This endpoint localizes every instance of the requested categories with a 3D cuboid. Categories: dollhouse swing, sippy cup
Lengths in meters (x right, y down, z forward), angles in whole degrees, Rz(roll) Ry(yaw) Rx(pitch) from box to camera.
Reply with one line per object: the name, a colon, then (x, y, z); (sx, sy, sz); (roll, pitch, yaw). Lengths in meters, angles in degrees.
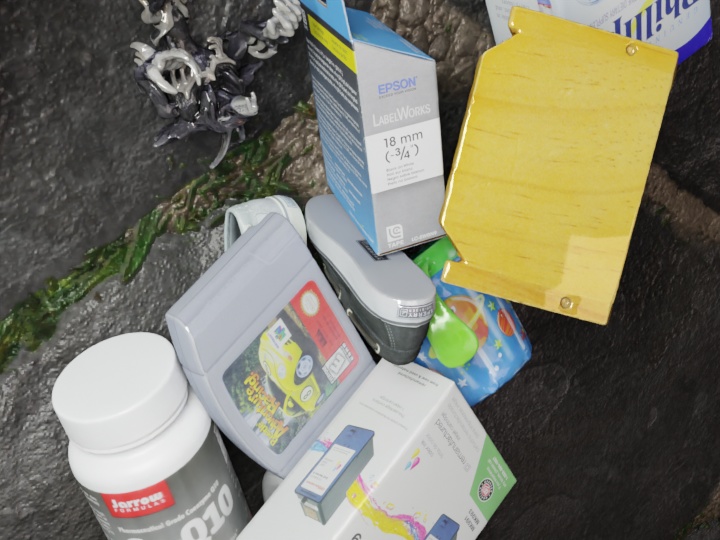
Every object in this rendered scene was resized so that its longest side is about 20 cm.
dollhouse swing: (0.152, -0.075, 0.729); (0.179, 0.176, 0.203); (14, 93, -4)
sippy cup: (0.077, 0.046, 0.788); (0.131, 0.139, 0.177); (54, 41, -1)

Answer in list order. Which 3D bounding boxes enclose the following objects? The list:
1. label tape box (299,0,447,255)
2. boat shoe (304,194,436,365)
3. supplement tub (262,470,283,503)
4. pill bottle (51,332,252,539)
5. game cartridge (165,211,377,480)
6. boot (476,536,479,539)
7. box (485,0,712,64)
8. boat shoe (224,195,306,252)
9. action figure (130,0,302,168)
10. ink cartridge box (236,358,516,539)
label tape box: (0.006, -0.136, 0.673); (0.062, 0.145, 0.203); (-15, 121, -12)
boat shoe: (0.000, 0.000, 0.704); (0.067, 0.200, 0.057); (-3, 119, -19)
supplement tub: (0.016, 0.204, 0.862); (0.198, 0.122, 0.124); (-22, 123, -27)
pill bottle: (-0.160, 0.158, 0.712); (0.113, 0.114, 0.202); (-30, 126, -22)
game cartridge: (-0.062, 0.073, 0.704); (0.133, 0.041, 0.201); (-46, 128, -21)
boot: (0.033, 0.280, 0.921); (0.151, 0.197, 0.074); (-53, 135, -57)
box: (0.209, -0.259, 0.802); (0.183, 0.105, 0.202); (-36, 129, -17)
boat shoe: (-0.090, 0.039, 0.744); (0.071, 0.070, 0.204); (-6, 109, -33)
action figure: (-0.109, -0.159, 0.612); (0.119, 0.101, 0.202); (-43, 129, -27)
ink cartridge box: (0.018, 0.193, 0.727); (0.200, 0.087, 0.146); (-47, 128, -18)
